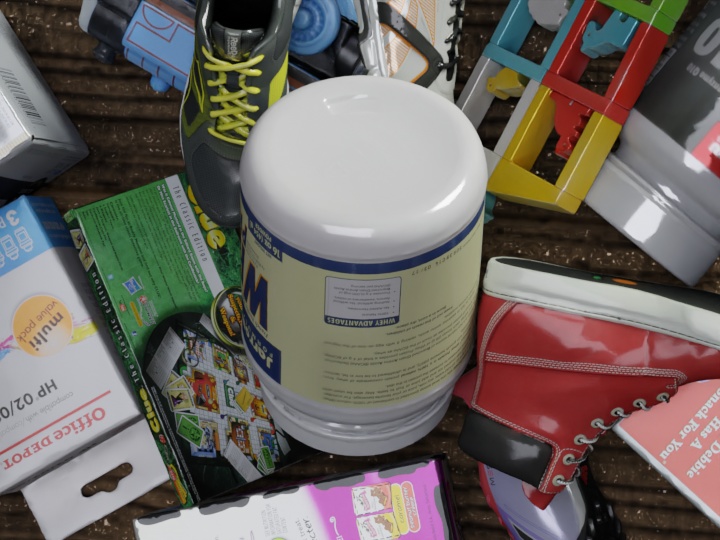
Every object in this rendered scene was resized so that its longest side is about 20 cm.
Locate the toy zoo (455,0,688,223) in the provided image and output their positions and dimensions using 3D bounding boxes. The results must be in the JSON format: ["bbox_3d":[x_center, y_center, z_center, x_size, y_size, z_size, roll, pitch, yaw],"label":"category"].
[{"bbox_3d":[0.120,-0.119,1.623,0.131,0.020,0.201,32,95,51],"label":"toy zoo"}]

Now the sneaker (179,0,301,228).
[{"bbox_3d":[-0.077,-0.122,1.583,0.074,0.085,0.201,8,101,10],"label":"sneaker"}]

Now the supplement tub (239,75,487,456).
[{"bbox_3d":[0.000,0.000,1.578,0.144,0.145,0.200,10,135,8],"label":"supplement tub"}]

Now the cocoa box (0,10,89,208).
[{"bbox_3d":[-0.290,-0.124,1.669,0.131,0.133,0.200,-34,84,8],"label":"cocoa box"}]

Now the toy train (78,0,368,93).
[{"bbox_3d":[-0.090,-0.155,1.666,0.200,0.087,0.115,30,100,7],"label":"toy train"}]

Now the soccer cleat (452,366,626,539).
[{"bbox_3d":[0.115,0.149,1.648,0.073,0.068,0.201,-17,88,27],"label":"soccer cleat"}]

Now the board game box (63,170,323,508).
[{"bbox_3d":[-0.104,0.040,1.668,0.104,0.023,0.201,-20,85,-28],"label":"board game box"}]

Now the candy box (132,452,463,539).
[{"bbox_3d":[-0.031,0.201,1.664,0.199,0.061,0.137,-11,88,8],"label":"candy box"}]

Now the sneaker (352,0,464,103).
[{"bbox_3d":[0.036,-0.154,1.607,0.080,0.074,0.201,-14,105,11],"label":"sneaker"}]

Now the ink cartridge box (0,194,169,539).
[{"bbox_3d":[-0.207,0.066,1.688,0.115,0.068,0.201,-30,86,7],"label":"ink cartridge box"}]

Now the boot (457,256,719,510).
[{"bbox_3d":[0.162,0.080,1.572,0.199,0.072,0.145,10,98,12],"label":"boot"}]

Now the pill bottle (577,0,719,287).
[{"bbox_3d":[0.228,-0.095,1.601,0.114,0.114,0.200,40,95,7],"label":"pill bottle"}]

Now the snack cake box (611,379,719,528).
[{"bbox_3d":[0.262,0.060,1.619,0.115,0.067,0.200,42,96,5],"label":"snack cake box"}]
